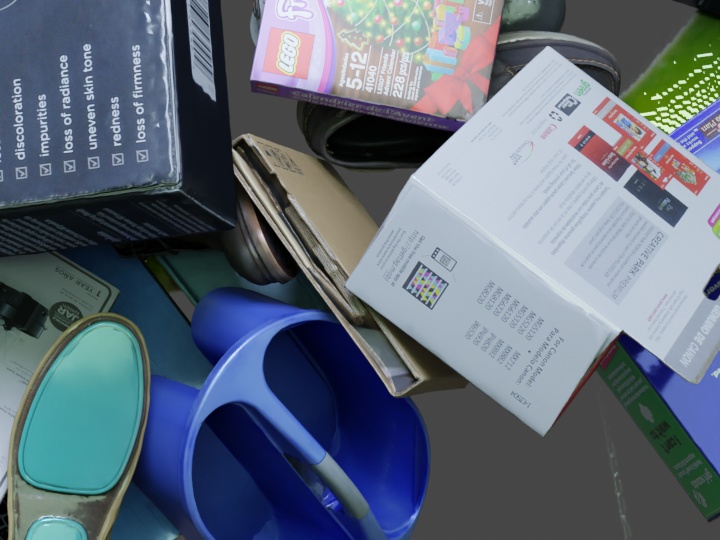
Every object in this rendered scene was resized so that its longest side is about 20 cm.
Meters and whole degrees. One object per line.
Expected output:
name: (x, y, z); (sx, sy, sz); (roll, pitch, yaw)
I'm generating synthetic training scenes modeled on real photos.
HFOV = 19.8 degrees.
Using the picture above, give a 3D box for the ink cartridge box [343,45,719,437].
ink cartridge box: (0.116, -0.008, 1.103); (0.175, 0.084, 0.200); (37, 35, 7)

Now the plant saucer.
plant saucer: (-0.090, -0.017, 1.254); (0.070, 0.019, 0.200); (-37, 82, -12)

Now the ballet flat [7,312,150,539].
ballet flat: (-0.157, 0.119, 1.083); (0.068, 0.063, 0.201); (14, 87, -9)

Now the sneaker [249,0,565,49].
sneaker: (0.034, -0.162, 1.267); (0.198, 0.089, 0.075); (-5, 75, -7)

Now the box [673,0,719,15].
box: (0.224, -0.279, 1.292); (0.195, 0.124, 0.201); (18, 74, 2)

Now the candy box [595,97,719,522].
candy box: (0.222, 0.019, 1.240); (0.169, 0.077, 0.201); (-34, 79, -12)

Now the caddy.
caddy: (-0.039, 0.102, 1.138); (0.105, 0.200, 0.142); (24, 68, 44)

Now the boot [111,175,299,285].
boot: (-0.100, -0.024, 1.169); (0.097, 0.200, 0.075); (-31, 118, -1)

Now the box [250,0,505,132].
box: (0.021, -0.189, 1.192); (0.136, 0.039, 0.202); (10, 83, -1)

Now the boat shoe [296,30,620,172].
boat shoe: (0.062, -0.091, 1.246); (0.198, 0.075, 0.074); (-10, 34, 0)

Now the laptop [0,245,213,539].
laptop: (-0.178, 0.085, 1.172); (0.116, 0.200, 0.188); (-43, 80, 25)

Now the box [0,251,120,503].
box: (-0.227, 0.068, 1.115); (0.116, 0.060, 0.201); (30, 53, -8)

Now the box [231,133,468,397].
box: (0.000, 0.000, 1.166); (0.021, 0.200, 0.164); (-37, 82, 8)

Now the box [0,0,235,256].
box: (-0.176, -0.115, 1.041); (0.195, 0.124, 0.202); (-6, 80, 9)
